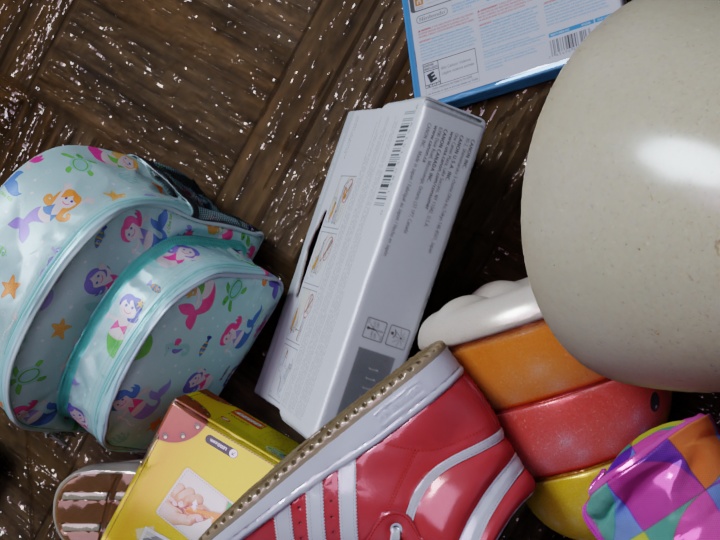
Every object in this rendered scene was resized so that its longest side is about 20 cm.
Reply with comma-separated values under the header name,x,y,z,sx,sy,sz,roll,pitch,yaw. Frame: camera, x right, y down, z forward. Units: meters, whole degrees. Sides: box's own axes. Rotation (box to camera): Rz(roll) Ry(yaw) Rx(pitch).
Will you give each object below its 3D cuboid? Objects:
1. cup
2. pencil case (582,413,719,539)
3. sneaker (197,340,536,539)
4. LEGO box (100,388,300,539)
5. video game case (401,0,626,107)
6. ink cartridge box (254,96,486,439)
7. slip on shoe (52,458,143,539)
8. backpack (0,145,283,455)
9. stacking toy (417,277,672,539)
name,x,y,z,sx,sy,sz,roll,pitch,yaw
cup,0.195,-0.028,0.714,0.143,0.199,0.202,18,88,55
pencil case,0.185,0.168,0.734,0.088,0.088,0.201,-35,78,18
sneaker,-0.001,0.140,0.801,0.200,0.071,0.113,-39,91,14
LEGO box,-0.050,0.184,0.883,0.199,0.077,0.150,30,95,8
video game case,0.089,-0.211,0.961,0.142,0.018,0.202,-14,73,26
ink cartridge box,0.000,0.000,0.920,0.043,0.173,0.202,19,89,-13
slip on shoe,-0.092,0.155,0.962,0.198,0.061,0.077,1,90,11
backpack,-0.157,0.021,0.943,0.150,0.200,0.178,37,97,29
stacking toy,0.126,0.095,0.837,0.145,0.146,0.202,-19,90,24
